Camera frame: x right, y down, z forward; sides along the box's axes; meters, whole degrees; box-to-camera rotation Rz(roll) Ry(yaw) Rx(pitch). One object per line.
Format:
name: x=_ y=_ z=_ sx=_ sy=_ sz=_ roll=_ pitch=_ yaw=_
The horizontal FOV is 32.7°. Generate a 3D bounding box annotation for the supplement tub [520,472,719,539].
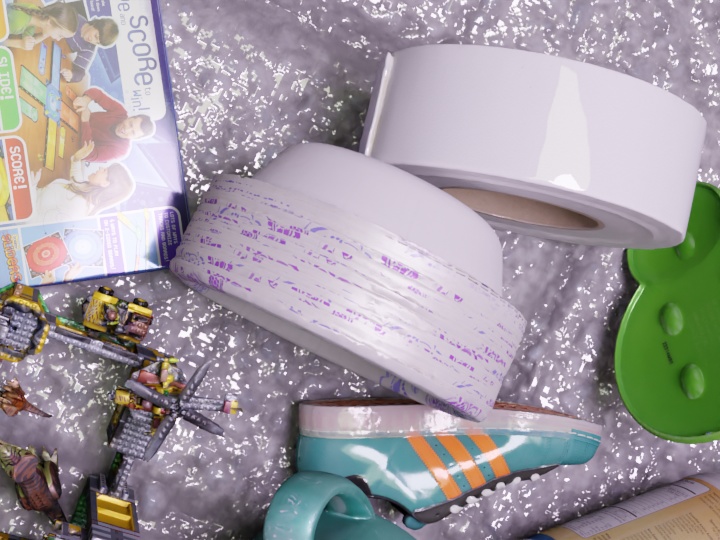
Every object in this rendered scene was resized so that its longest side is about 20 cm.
supplement tub: x=0.198 y=0.215 z=0.786 sx=0.199 sy=0.145 sz=0.145 roll=-16 pitch=94 yaw=-16

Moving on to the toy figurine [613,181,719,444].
toy figurine: x=0.281 y=0.057 z=0.834 sx=0.184 sy=0.200 sz=0.150 roll=30 pitch=124 yaw=-32

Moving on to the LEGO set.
LEGO set: x=-0.173 y=0.110 z=0.679 sx=0.153 sy=0.116 sz=0.201 roll=29 pitch=93 yaw=-17

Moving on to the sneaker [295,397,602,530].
sneaker: x=0.057 y=0.124 z=0.789 sx=0.199 sy=0.071 sz=0.080 roll=2 pitch=90 yaw=-8

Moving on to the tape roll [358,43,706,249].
tape roll: x=0.099 y=-0.069 z=0.734 sx=0.202 sy=0.202 sz=0.071 roll=14 pitch=86 yaw=-15

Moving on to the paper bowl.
paper bowl: x=0.000 y=0.000 z=0.703 sx=0.200 sy=0.201 sz=0.105 roll=26 pitch=83 yaw=-14

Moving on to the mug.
mug: x=-0.007 y=0.205 z=0.712 sx=0.152 sy=0.185 sz=0.114 roll=39 pitch=36 yaw=7

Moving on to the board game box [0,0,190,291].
board game box: x=-0.178 y=-0.093 z=0.738 sx=0.135 sy=0.034 sz=0.201 roll=-8 pitch=92 yaw=-16
